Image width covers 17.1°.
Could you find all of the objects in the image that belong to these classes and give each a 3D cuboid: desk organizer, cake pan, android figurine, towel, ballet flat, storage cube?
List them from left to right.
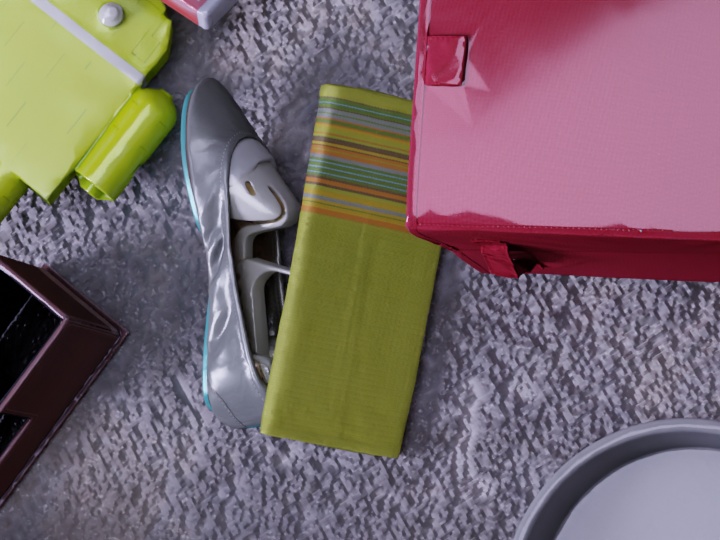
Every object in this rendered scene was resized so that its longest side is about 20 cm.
[{"bbox_3d":[-0.232,0.091,1.391,0.072,0.077,0.200,38,95,19],"label":"desk organizer"},{"bbox_3d":[-0.191,-0.125,1.402,0.182,0.041,0.200,40,86,1],"label":"android figurine"},{"bbox_3d":[-0.058,-0.012,1.354,0.063,0.067,0.201,-6,87,29],"label":"ballet flat"},{"bbox_3d":[0.000,0.000,1.337,0.086,0.018,0.201,12,85,-19],"label":"towel"},{"bbox_3d":[0.135,-0.093,1.249,0.179,0.171,0.201,3,83,18],"label":"storage cube"},{"bbox_3d":[0.175,0.180,1.267,0.199,0.037,0.201,-3,81,18],"label":"cake pan"}]

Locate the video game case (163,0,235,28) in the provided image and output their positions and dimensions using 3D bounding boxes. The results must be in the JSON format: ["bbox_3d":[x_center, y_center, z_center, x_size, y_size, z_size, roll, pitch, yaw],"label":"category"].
[{"bbox_3d":[-0.121,-0.240,1.393,0.200,0.017,0.143,34,67,18],"label":"video game case"}]
